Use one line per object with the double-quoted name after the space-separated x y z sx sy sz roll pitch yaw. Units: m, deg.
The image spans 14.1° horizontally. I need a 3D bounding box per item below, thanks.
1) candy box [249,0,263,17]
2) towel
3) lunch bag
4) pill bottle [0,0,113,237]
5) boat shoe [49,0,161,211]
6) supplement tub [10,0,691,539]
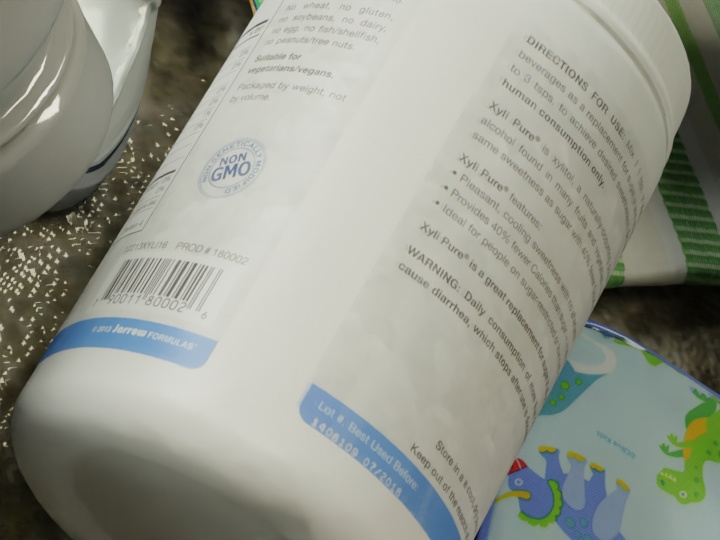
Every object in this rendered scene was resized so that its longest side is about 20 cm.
0.016 -0.187 0.994 0.169 0.077 0.201 -3 69 -47 "candy box"
0.083 -0.059 1.052 0.200 0.023 0.153 -2 61 -38 "towel"
0.103 0.121 0.896 0.200 0.082 0.161 32 49 -11 "lunch bag"
-0.142 -0.097 0.791 0.200 0.114 0.115 63 20 -52 "pill bottle"
-0.094 -0.116 0.934 0.073 0.067 0.201 16 51 -25 "boat shoe"
0.000 0.000 0.839 0.132 0.132 0.200 35 63 -9 "supplement tub"
